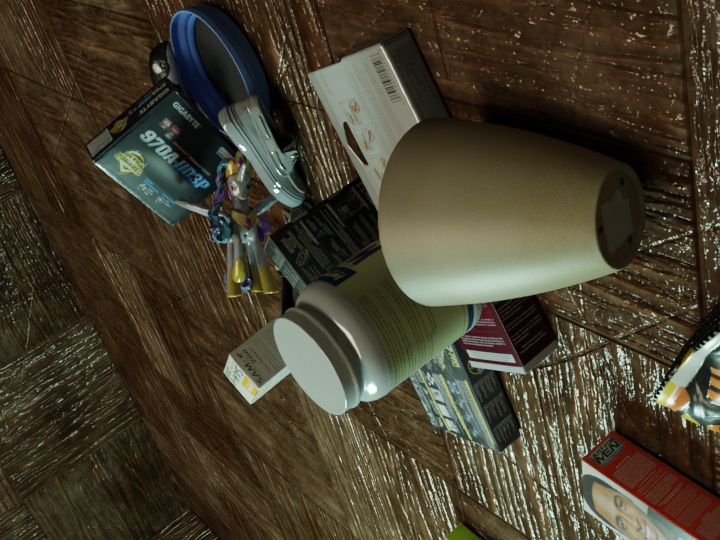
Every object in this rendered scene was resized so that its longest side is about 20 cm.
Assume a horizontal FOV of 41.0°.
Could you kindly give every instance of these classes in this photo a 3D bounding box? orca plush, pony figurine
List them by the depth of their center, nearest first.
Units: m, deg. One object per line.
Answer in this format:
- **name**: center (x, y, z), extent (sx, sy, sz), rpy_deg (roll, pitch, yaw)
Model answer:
- **pony figurine**: center (-0.174, -0.065, 1.398), extent (0.193, 0.166, 0.201), rpy_deg (178, 83, -74)
- **orca plush**: center (-0.291, -0.256, 1.494), extent (0.200, 0.071, 0.106), rpy_deg (67, -165, -51)

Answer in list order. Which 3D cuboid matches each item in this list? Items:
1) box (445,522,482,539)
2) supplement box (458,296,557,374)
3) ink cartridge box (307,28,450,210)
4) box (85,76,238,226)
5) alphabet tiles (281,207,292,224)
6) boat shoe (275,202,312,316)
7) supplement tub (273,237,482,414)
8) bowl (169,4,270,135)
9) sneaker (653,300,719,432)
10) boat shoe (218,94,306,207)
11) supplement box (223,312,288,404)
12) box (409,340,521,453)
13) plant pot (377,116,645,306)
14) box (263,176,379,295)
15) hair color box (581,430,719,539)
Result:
- **box**: center (0.230, 0.520, 1.595), extent (0.200, 0.048, 0.122), rpy_deg (32, 147, 43)
- **supplement box**: center (0.137, 0.018, 1.116), extent (0.109, 0.061, 0.200), rpy_deg (0, 122, 61)
- **ink cartridge box**: center (0.037, -0.159, 1.098), extent (0.173, 0.043, 0.200), rpy_deg (2, 123, 61)
- **box**: center (-0.288, -0.174, 1.448), extent (0.046, 0.159, 0.200), rpy_deg (54, -176, 38)
- **alphabet tiles**: center (-0.051, -0.023, 1.475), extent (0.200, 0.006, 0.167), rpy_deg (30, 145, 44)
- **boat shoe**: center (-0.091, 0.000, 1.419), extent (0.073, 0.063, 0.201), rpy_deg (-1, 93, 55)
- **supplement tub**: center (0.020, 0.051, 1.057), extent (0.145, 0.200, 0.145), rpy_deg (41, 151, 29)
- **bowl**: center (-0.198, -0.284, 1.376), extent (0.201, 0.039, 0.201), rpy_deg (42, 152, 28)
- **sneaker**: center (0.335, 0.082, 0.845), extent (0.090, 0.070, 0.200), rpy_deg (33, 151, 12)
- **boat shoe**: center (-0.117, -0.162, 1.338), extent (0.200, 0.067, 0.074), rpy_deg (48, -161, -49)
- **supplement box**: center (-0.113, 0.110, 1.509), extent (0.074, 0.200, 0.126), rpy_deg (49, 158, 6)
- **box**: center (0.120, 0.141, 1.316), extent (0.161, 0.049, 0.200), rpy_deg (11, 131, 59)
- **plant pot**: center (0.151, -0.051, 0.894), extent (0.200, 0.187, 0.188), rpy_deg (6, 127, 42)
- **box**: center (0.000, 0.000, 1.224), extent (0.200, 0.160, 0.044), rpy_deg (51, 156, 8)
- **hair color box**: center (0.341, 0.275, 1.065), extent (0.200, 0.061, 0.102), rpy_deg (33, 148, 41)
